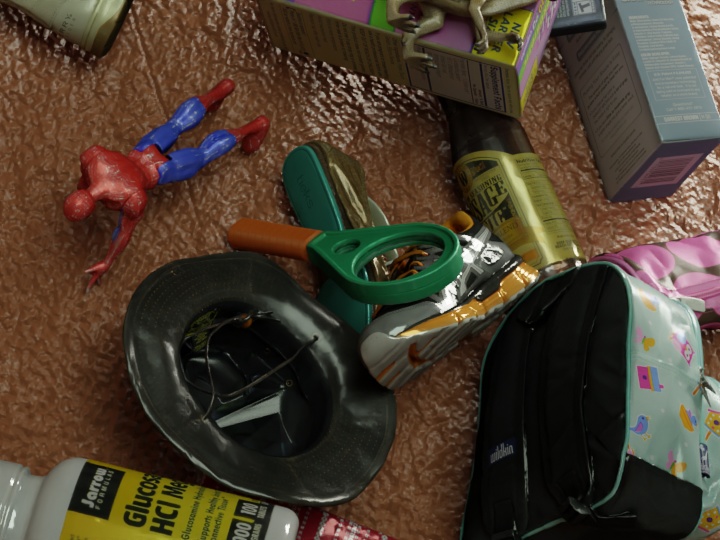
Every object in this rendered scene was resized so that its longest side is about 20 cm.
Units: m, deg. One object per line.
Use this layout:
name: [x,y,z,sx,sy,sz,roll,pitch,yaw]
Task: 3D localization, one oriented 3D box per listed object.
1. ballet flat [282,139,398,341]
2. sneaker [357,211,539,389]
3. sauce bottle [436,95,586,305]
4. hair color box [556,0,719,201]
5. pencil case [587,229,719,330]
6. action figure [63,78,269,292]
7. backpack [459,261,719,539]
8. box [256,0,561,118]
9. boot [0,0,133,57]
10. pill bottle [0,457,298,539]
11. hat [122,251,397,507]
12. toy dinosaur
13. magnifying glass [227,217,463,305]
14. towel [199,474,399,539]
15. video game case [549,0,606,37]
ballet flat: [0.000,0.000,1.742,0.072,0.068,0.201,6,57,-40]
sneaker: [0.046,0.018,1.682,0.077,0.078,0.200,51,31,5]
sauce bottle: [0.103,-0.066,1.809,0.066,0.066,0.201,-15,68,-27]
hair color box: [0.204,-0.164,1.875,0.060,0.099,0.201,-6,67,-24]
pencil case: [0.267,0.008,1.817,0.199,0.094,0.091,-16,86,-27]
action figure: [-0.152,-0.059,1.711,0.065,0.099,0.200,45,35,8]
backpack: [0.164,0.103,1.683,0.153,0.176,0.201,18,57,-32]
box: [0.049,-0.231,1.789,0.199,0.097,0.176,18,74,11]
boot: [-0.221,-0.261,1.777,0.154,0.072,0.201,21,57,-6]
pill bottle: [-0.146,0.182,1.544,0.199,0.113,0.113,13,60,1]
hat: [-0.080,0.088,1.643,0.200,0.081,0.201,18,48,-21]
toy dinosaur: [0.050,-0.194,1.707,0.199,0.058,0.101,17,59,5]
magnifying glass: [-0.014,-0.012,1.676,0.080,0.200,0.022,-39,126,-35]
towel: [-0.033,0.228,1.630,0.199,0.022,0.145,22,61,-8]
video game case: [0.077,-0.233,1.849,0.199,0.019,0.143,-8,70,6]
